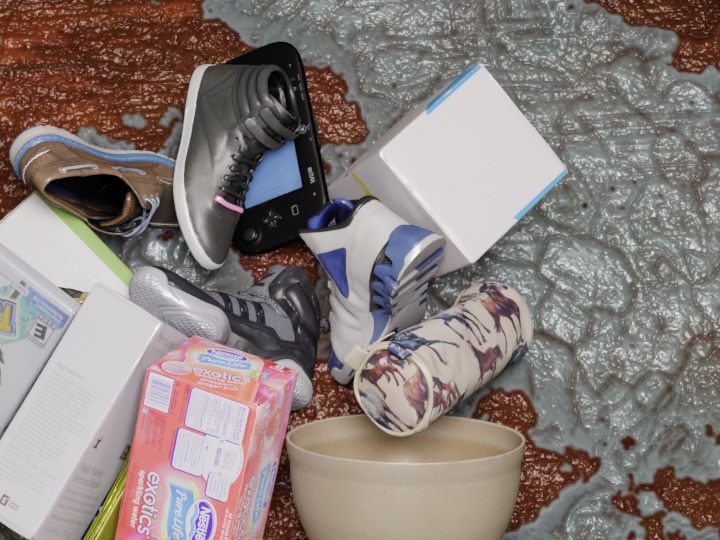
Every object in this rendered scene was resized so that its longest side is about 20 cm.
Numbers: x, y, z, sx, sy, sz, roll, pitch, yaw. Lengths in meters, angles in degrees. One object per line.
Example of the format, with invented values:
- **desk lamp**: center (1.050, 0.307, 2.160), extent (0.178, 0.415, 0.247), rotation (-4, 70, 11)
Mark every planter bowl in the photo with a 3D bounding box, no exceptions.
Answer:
- **planter bowl**: center (0.036, 0.204, 1.341), extent (0.200, 0.200, 0.135), rotation (1, 96, -4)

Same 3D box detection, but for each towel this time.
- **towel**: center (-0.223, 0.245, 1.335), extent (0.018, 0.086, 0.200), rotation (25, 76, 15)

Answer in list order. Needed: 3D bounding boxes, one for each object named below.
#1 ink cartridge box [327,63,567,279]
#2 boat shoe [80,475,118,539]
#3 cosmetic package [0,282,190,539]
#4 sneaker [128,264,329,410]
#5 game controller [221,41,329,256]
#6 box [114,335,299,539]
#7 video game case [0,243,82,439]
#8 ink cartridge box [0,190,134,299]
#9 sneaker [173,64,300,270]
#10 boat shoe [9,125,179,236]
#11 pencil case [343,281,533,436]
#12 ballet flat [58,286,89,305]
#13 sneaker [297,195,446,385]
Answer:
- **ink cartridge box**: center (0.069, -0.078, 1.443), extent (0.129, 0.200, 0.125), rotation (-43, 95, -17)
- **boat shoe**: center (-0.228, 0.175, 1.381), extent (0.084, 0.069, 0.200), rotation (25, 72, 5)
- **cosmetic package**: center (-0.224, 0.120, 1.306), extent (0.074, 0.102, 0.200), rotation (30, 85, 15)
- **sneaker**: center (-0.111, 0.032, 1.420), extent (0.200, 0.075, 0.114), rotation (38, 55, -25)
- **game controller**: center (-0.086, -0.115, 1.500), extent (0.104, 0.042, 0.201), rotation (-24, 67, 30)
- **box**: center (-0.128, 0.169, 1.315), extent (0.102, 0.095, 0.201), rotation (17, 109, 15)
- **video game case**: center (-0.352, 0.042, 1.322), extent (0.200, 0.022, 0.183), rotation (37, 110, 5)
- **ink cartridge box**: center (-0.301, 0.048, 1.423), extent (0.200, 0.076, 0.148), rotation (-43, 78, -12)
- **sneaker**: center (-0.108, -0.102, 1.447), extent (0.099, 0.071, 0.201), rotation (-9, 69, 30)
- **boat shoe**: center (-0.218, -0.065, 1.426), extent (0.200, 0.072, 0.072), rotation (13, 34, -40)
- **pencil case**: center (0.074, 0.070, 1.394), extent (0.090, 0.078, 0.200), rotation (54, 37, 7)
- **ballet flat**: center (-0.309, 0.031, 1.350), extent (0.199, 0.057, 0.067), rotation (4, 42, 3)
- **sneaker**: center (0.000, 0.000, 1.403), extent (0.080, 0.200, 0.115), rotation (-32, 67, -34)
